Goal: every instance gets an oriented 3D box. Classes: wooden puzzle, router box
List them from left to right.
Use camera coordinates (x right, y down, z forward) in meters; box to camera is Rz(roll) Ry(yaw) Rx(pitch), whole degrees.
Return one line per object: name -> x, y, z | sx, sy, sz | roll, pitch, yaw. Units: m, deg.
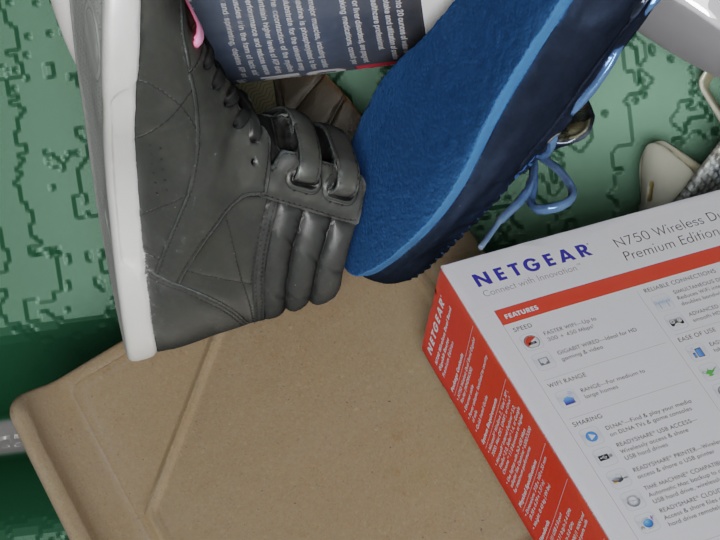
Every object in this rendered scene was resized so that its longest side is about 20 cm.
wooden puzzle -> -0.013, 0.074, 0.754 | 0.199, 0.037, 0.186 | -28, 57, -9
router box -> 0.150, 0.053, 0.711 | 0.198, 0.180, 0.049 | -14, 142, -21

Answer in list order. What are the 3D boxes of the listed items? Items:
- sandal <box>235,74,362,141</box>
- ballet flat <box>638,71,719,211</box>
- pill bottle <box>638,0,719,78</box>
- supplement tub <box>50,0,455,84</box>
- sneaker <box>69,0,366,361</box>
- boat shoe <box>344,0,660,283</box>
sandal -> 0.000, 0.000, 0.840 | 0.082, 0.055, 0.200 | -41, 96, -7
ballet flat -> 0.159, -0.047, 0.827 | 0.072, 0.072, 0.201 | 36, 99, -3
pill bottle -> 0.173, -0.179, 0.760 | 0.114, 0.114, 0.201 | 32, 90, -3
supplement tub -> -0.020, -0.148, 0.774 | 0.198, 0.140, 0.142 | -6, 99, 4
sneaker -> -0.050, -0.059, 0.720 | 0.098, 0.071, 0.201 | -10, 128, -11
boat shoe -> 0.061, -0.062, 0.718 | 0.068, 0.085, 0.200 | 8, 140, -35
